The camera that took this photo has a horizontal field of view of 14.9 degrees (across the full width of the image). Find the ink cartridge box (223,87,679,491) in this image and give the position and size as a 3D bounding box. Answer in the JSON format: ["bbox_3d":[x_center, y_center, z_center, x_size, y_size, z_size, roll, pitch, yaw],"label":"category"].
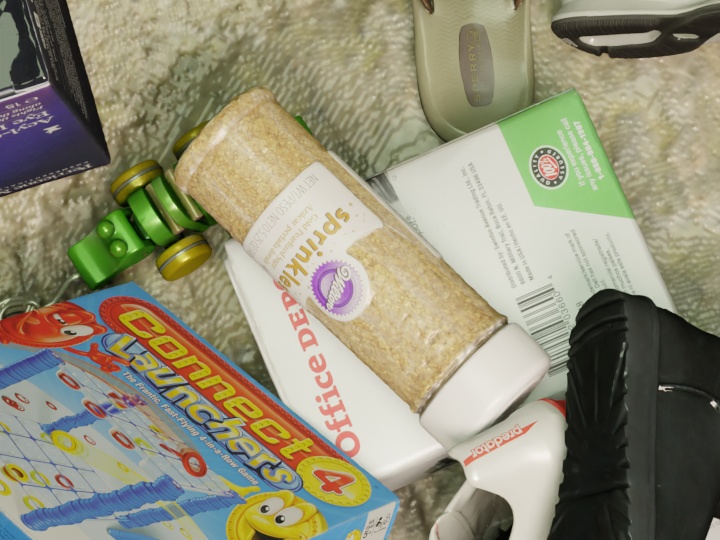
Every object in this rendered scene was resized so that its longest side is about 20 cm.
[{"bbox_3d":[0.048,0.017,1.407,0.200,0.084,0.146,-23,80,0],"label":"ink cartridge box"}]

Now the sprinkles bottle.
[{"bbox_3d":[0.000,0.000,1.337,0.200,0.068,0.068,44,86,10],"label":"sprinkles bottle"}]

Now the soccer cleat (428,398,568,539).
[{"bbox_3d":[0.070,0.146,1.342,0.085,0.200,0.069,-17,45,-24],"label":"soccer cleat"}]

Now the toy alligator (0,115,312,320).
[{"bbox_3d":[-0.112,-0.024,1.440,0.200,0.054,0.059,-33,80,-2],"label":"toy alligator"}]

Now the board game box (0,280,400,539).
[{"bbox_3d":[-0.118,0.099,1.308,0.200,0.196,0.056,37,123,27],"label":"board game box"}]

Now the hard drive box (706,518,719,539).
[{"bbox_3d":[0.206,0.146,1.350,0.156,0.077,0.200,-17,78,-27],"label":"hard drive box"}]

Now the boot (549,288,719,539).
[{"bbox_3d":[0.173,0.107,1.270,0.162,0.073,0.199,15,67,-24],"label":"boot"}]

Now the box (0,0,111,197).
[{"bbox_3d":[-0.220,-0.099,1.387,0.148,0.200,0.105,-17,80,2],"label":"box"}]

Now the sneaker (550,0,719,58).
[{"bbox_3d":[0.195,-0.173,1.411,0.200,0.076,0.116,2,76,30],"label":"sneaker"}]

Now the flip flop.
[{"bbox_3d":[0.050,-0.163,1.450,0.081,0.058,0.201,-8,80,3],"label":"flip flop"}]
